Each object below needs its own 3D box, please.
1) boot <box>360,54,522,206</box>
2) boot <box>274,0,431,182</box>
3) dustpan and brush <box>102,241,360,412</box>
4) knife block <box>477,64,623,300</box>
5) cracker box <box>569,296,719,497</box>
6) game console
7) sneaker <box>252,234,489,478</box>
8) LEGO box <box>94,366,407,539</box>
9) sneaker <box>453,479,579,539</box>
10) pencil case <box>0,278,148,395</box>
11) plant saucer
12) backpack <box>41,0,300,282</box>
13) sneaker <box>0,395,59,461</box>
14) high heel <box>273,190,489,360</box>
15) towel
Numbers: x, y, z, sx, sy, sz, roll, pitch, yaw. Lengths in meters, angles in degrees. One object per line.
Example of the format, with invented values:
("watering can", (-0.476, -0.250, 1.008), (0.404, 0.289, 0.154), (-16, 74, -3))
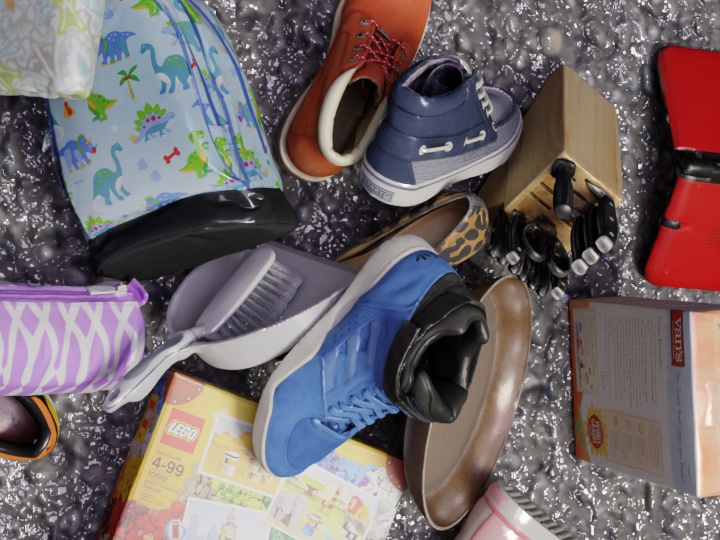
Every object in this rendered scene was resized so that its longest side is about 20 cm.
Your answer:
("boot", (0.076, -0.121, 1.119), (0.072, 0.091, 0.200), (31, 36, 16))
("boot", (0.011, -0.160, 1.136), (0.074, 0.107, 0.202), (28, 82, -15))
("dustpan and brush", (-0.104, 0.040, 1.065), (0.200, 0.139, 0.057), (-49, 132, -22))
("knife block", (0.164, -0.073, 1.143), (0.064, 0.175, 0.201), (37, 75, -16))
("cracker box", (0.232, 0.092, 1.164), (0.057, 0.200, 0.136), (-3, 93, -17))
("game console", (0.334, -0.081, 1.289), (0.197, 0.119, 0.174), (4, 121, -18))
("sneaker", (0.010, 0.083, 1.031), (0.201, 0.111, 0.076), (-52, 138, 8))
("LEGO box", (-0.082, 0.177, 1.128), (0.198, 0.077, 0.151), (22, 85, -17))
("sneaker", (0.147, 0.263, 1.212), (0.200, 0.075, 0.105), (39, 94, -22))
("pencil case", (-0.230, 0.042, 1.020), (0.084, 0.199, 0.086), (50, 114, 24))
("plant saucer", (0.080, 0.097, 1.144), (0.032, 0.200, 0.202), (16, 85, 22))
("backpack", (-0.148, -0.111, 1.066), (0.161, 0.153, 0.203), (-14, 75, 22))
("sneaker", (-0.296, 0.071, 1.048), (0.199, 0.090, 0.070), (33, 82, -16))
("high heel", (0.000, 0.000, 1.112), (0.198, 0.143, 0.072), (-22, 71, -21))
("towel", (-0.255, -0.206, 1.022), (0.198, 0.048, 0.174), (5, 89, 27))
